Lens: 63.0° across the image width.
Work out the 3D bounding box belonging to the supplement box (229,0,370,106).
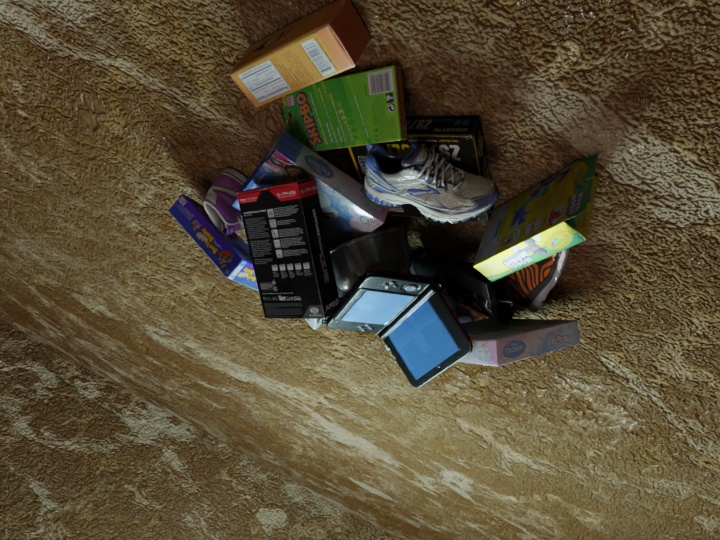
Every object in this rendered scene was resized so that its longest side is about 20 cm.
[{"bbox_3d":[-0.086,-0.290,0.795,0.198,0.067,0.069,-4,139,39],"label":"supplement box"}]

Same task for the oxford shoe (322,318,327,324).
[{"bbox_3d":[-0.059,0.080,1.178,0.072,0.086,0.200,18,-174,-20],"label":"oxford shoe"}]

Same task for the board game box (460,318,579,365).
[{"bbox_3d":[0.226,0.116,0.994,0.197,0.044,0.198,-7,180,-33],"label":"board game box"}]

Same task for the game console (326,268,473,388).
[{"bbox_3d":[0.054,0.101,0.943,0.170,0.120,0.200,8,149,-22],"label":"game console"}]

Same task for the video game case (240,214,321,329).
[{"bbox_3d":[-0.134,0.005,1.022,0.201,0.023,0.182,50,164,9],"label":"video game case"}]

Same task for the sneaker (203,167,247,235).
[{"bbox_3d":[-0.202,-0.090,1.103,0.199,0.115,0.073,32,145,-10],"label":"sneaker"}]

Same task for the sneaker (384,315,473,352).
[{"bbox_3d":[0.142,0.141,1.112,0.197,0.083,0.077,-8,162,-25],"label":"sneaker"}]

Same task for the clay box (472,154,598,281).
[{"bbox_3d":[0.250,-0.069,0.814,0.047,0.116,0.199,36,146,-17],"label":"clay box"}]

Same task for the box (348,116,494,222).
[{"bbox_3d":[0.091,-0.150,0.878,0.197,0.050,0.161,8,140,27],"label":"box"}]

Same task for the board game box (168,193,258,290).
[{"bbox_3d":[-0.266,-0.051,1.139,0.200,0.045,0.134,44,-177,24],"label":"board game box"}]

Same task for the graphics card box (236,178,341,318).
[{"bbox_3d":[-0.107,-0.029,0.884,0.124,0.051,0.203,-4,103,33],"label":"graphics card box"}]

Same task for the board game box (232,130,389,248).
[{"bbox_3d":[-0.085,-0.106,0.946,0.197,0.044,0.199,31,149,-18],"label":"board game box"}]

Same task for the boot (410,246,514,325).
[{"bbox_3d":[0.183,0.045,1.001,0.199,0.066,0.165,19,152,51],"label":"boot"}]

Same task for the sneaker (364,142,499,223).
[{"bbox_3d":[0.090,-0.126,0.801,0.197,0.078,0.086,11,141,23],"label":"sneaker"}]

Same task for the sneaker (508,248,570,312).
[{"bbox_3d":[0.255,-0.015,0.918,0.111,0.078,0.201,25,142,12],"label":"sneaker"}]

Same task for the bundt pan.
[{"bbox_3d":[0.000,0.000,1.003,0.201,0.200,0.077,-31,77,52],"label":"bundt pan"}]

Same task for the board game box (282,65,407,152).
[{"bbox_3d":[-0.028,-0.224,0.836,0.197,0.030,0.097,0,102,32],"label":"board game box"}]
